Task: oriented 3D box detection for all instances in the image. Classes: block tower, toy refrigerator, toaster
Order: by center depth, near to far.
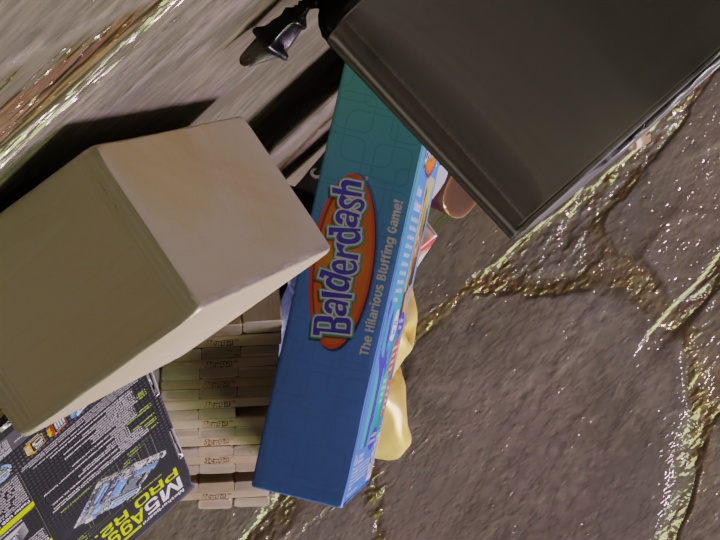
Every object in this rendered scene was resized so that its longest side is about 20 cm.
[{"bbox_3d":[-0.078,-0.006,0.932,0.076,0.070,0.200,-35,178,13],"label":"toy refrigerator"},{"bbox_3d":[0.088,-0.116,0.972,0.200,0.119,0.181,-43,176,24],"label":"toaster"},{"bbox_3d":[-0.066,0.045,1.221,0.054,0.058,0.200,-3,150,-5],"label":"block tower"}]

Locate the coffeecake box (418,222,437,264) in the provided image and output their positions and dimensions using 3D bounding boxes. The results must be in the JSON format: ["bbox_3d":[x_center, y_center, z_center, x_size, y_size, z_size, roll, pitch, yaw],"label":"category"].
[{"bbox_3d":[-0.055,0.029,1.667,0.200,0.073,0.154,-42,176,-9],"label":"coffeecake box"}]

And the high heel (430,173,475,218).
[{"bbox_3d":[0.066,-0.123,1.483,0.200,0.096,0.068,-53,136,-16],"label":"high heel"}]

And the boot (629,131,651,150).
[{"bbox_3d":[0.081,-0.089,1.399,0.107,0.075,0.200,-40,152,11],"label":"boot"}]

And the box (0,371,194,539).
[{"bbox_3d":[-0.165,0.106,1.079,0.200,0.044,0.161,-41,155,-15],"label":"box"}]

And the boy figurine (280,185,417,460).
[{"bbox_3d":[-0.015,0.032,1.363,0.125,0.064,0.200,-54,149,-14],"label":"boy figurine"}]

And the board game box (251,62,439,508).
[{"bbox_3d":[0.000,0.000,1.208,0.152,0.045,0.201,15,88,-85],"label":"board game box"}]

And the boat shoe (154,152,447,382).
[{"bbox_3d":[-0.042,-0.007,1.414,0.200,0.057,0.069,-42,160,-5],"label":"boat shoe"}]
